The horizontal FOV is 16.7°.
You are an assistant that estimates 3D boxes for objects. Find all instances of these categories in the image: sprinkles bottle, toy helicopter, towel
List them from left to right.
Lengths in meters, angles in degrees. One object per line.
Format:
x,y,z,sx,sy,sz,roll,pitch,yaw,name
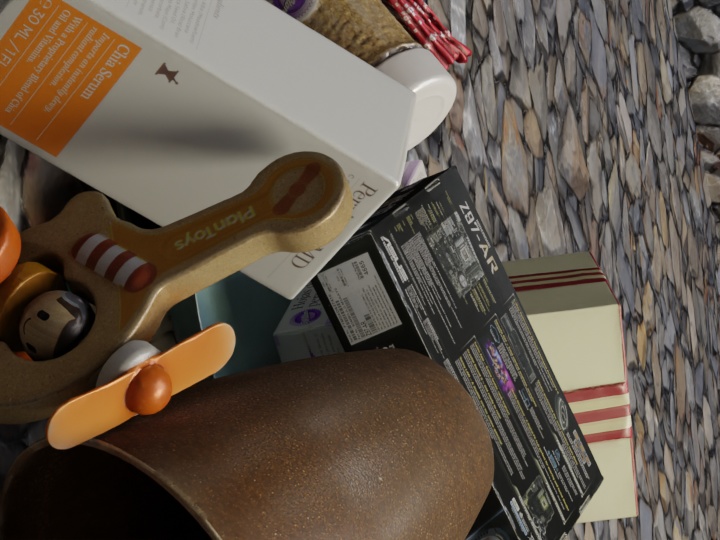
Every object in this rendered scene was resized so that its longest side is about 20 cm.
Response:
-0.093,0.008,1.095,0.079,0.200,0.132,66,-2,-49,toy helicopter
-0.028,-0.156,1.456,0.200,0.068,0.068,50,4,22,sprinkles bottle
-0.013,-0.208,1.494,0.200,0.022,0.145,51,-2,-19,towel

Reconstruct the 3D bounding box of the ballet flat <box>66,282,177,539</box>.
-0.115,0.066,1.254,0.069,0.069,0.200,47,40,-65,ballet flat

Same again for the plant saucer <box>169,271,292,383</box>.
-0.059,0.006,1.298,0.200,0.027,0.201,-7,90,-70,plant saucer

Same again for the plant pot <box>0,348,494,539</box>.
-0.033,0.120,1.158,0.200,0.187,0.187,-30,117,-40,plant pot

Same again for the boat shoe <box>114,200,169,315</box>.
-0.095,-0.005,1.355,0.068,0.075,0.200,-64,144,-43,boat shoe

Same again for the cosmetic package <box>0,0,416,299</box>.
-0.085,-0.082,1.160,0.200,0.101,0.071,29,40,-17,cosmetic package

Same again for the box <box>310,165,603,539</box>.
0.054,0.056,1.310,0.200,0.043,0.160,64,22,-6,box

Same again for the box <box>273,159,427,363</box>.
0.000,0.000,1.367,0.200,0.039,0.042,-64,140,-57,box

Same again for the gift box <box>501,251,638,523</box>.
0.090,0.084,1.738,0.200,0.186,0.185,-94,177,-81,gift box
